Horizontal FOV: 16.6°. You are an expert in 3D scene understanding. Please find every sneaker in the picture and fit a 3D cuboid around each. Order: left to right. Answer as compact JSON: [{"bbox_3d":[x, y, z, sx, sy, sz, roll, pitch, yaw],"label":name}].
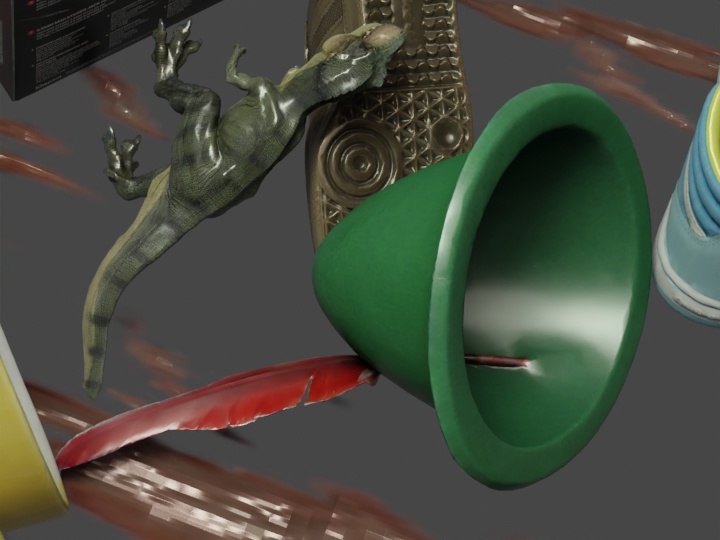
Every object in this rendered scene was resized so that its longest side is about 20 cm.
[{"bbox_3d":[0.009,-0.083,1.083,0.070,0.076,0.200,6,86,-14],"label":"sneaker"},{"bbox_3d":[0.192,-0.082,1.062,0.079,0.131,0.200,20,64,5],"label":"sneaker"}]

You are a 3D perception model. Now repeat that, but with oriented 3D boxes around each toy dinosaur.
[{"bbox_3d":[-0.071,-0.048,1.035,0.200,0.047,0.088,-47,52,10],"label":"toy dinosaur"}]

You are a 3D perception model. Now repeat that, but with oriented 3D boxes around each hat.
[{"bbox_3d":[0.000,0.000,1.032,0.176,0.200,0.166,8,104,33],"label":"hat"}]

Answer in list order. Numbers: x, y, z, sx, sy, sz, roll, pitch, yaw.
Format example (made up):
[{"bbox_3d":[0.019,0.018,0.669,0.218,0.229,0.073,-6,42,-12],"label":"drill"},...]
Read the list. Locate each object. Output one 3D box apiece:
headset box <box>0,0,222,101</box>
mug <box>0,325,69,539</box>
[{"bbox_3d":[-0.099,-0.174,1.034,0.149,0.200,0.077,-29,72,-17],"label":"headset box"},{"bbox_3d":[-0.206,0.058,0.936,0.153,0.187,0.150,-21,109,-7],"label":"mug"}]
